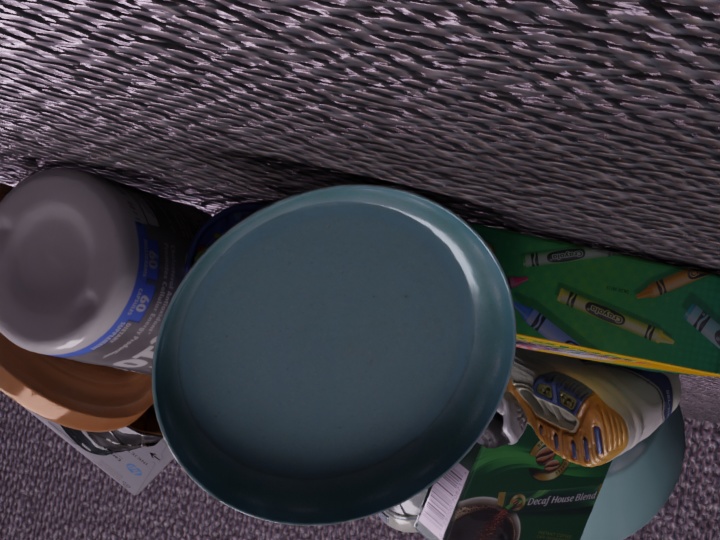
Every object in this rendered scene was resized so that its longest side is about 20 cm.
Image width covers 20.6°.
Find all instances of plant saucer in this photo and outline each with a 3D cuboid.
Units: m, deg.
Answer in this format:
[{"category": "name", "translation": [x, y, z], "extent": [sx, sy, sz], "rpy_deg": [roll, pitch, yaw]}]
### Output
[{"category": "plant saucer", "translation": [-0.015, 0.043, 1.052], "extent": [0.199, 0.201, 0.027], "rpy_deg": [12, -160, -23]}, {"category": "plant saucer", "translation": [-0.208, 0.018, 1.324], "extent": [0.032, 0.201, 0.200], "rpy_deg": [-41, 148, 24]}]

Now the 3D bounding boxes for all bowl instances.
[{"category": "bowl", "translation": [0.167, 0.113, 1.583], "extent": [0.200, 0.202, 0.105], "rpy_deg": [10, 155, 5]}]

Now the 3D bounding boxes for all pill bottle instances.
[{"category": "pill bottle", "translation": [-0.141, 0.008, 1.261], "extent": [0.113, 0.114, 0.200], "rpy_deg": [8, 175, 28]}]

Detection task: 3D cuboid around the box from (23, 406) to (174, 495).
[{"category": "box", "translation": [-0.191, 0.081, 1.500], "extent": [0.156, 0.041, 0.200], "rpy_deg": [39, 145, -3]}]

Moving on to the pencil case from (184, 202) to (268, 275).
[{"category": "pencil case", "translation": [-0.033, 0.020, 1.259], "extent": [0.087, 0.078, 0.200], "rpy_deg": [-19, 155, 17]}]

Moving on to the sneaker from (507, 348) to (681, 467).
[{"category": "sneaker", "translation": [0.125, 0.062, 1.306], "extent": [0.088, 0.076, 0.200], "rpy_deg": [-24, -141, -30]}]

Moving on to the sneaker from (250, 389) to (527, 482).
[{"category": "sneaker", "translation": [-0.008, 0.081, 1.136], "extent": [0.200, 0.114, 0.075], "rpy_deg": [28, 172, -13]}]

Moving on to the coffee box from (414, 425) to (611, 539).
[{"category": "coffee box", "translation": [0.128, 0.111, 1.404], "extent": [0.123, 0.201, 0.044], "rpy_deg": [15, -168, -33]}]

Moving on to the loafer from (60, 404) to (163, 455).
[{"category": "loafer", "translation": [-0.205, 0.053, 1.386], "extent": [0.072, 0.073, 0.200], "rpy_deg": [-4, 138, 42]}]

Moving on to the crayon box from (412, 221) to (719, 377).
[{"category": "crayon box", "translation": [0.109, 0.016, 1.161], "extent": [0.199, 0.059, 0.119], "rpy_deg": [12, 176, -16]}]

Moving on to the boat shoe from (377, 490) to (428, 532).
[{"category": "boat shoe", "translation": [0.105, 0.135, 1.461], "extent": [0.200, 0.070, 0.072], "rpy_deg": [-16, 144, -20]}]
